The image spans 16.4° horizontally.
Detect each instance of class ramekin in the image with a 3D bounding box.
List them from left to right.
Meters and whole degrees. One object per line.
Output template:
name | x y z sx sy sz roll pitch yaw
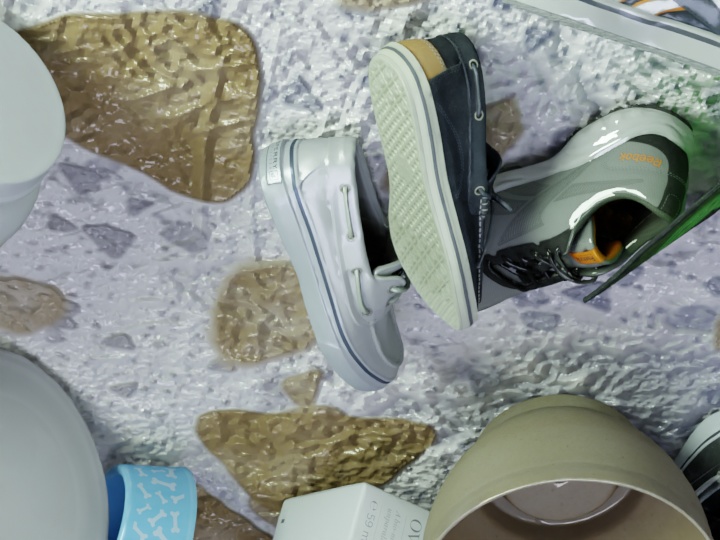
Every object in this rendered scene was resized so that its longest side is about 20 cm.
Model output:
ramekin | -0.267 0.158 1.634 0.094 0.204 0.202 -17 137 39

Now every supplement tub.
supplement tub | -0.272 -0.050 1.428 0.144 0.146 0.200 28 133 -26

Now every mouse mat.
mouse mat | 0.220 -0.057 1.400 0.008 0.161 0.200 52 131 6

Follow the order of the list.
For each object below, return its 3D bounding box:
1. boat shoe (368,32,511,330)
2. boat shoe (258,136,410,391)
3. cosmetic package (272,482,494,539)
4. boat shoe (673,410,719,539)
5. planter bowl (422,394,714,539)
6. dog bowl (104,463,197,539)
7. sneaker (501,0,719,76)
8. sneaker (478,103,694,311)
boat shoe | 0.052 -0.051 1.447 0.062 0.075 0.201 -27 129 -22
boat shoe | 0.000 0.000 1.519 0.066 0.074 0.201 -9 137 17
cosmetic package | 0.030 0.279 1.722 0.199 0.201 0.123 26 158 -25
boat shoe | 0.234 0.179 1.712 0.073 0.068 0.200 16 137 -14
planter bowl | 0.134 0.169 1.643 0.198 0.135 0.201 0 126 0
dog bowl | -0.176 0.219 1.724 0.049 0.112 0.201 19 115 -22
sneaker | 0.160 -0.155 1.335 0.198 0.078 0.080 18 95 2
sneaker | 0.114 -0.023 1.483 0.074 0.080 0.200 31 133 -31
